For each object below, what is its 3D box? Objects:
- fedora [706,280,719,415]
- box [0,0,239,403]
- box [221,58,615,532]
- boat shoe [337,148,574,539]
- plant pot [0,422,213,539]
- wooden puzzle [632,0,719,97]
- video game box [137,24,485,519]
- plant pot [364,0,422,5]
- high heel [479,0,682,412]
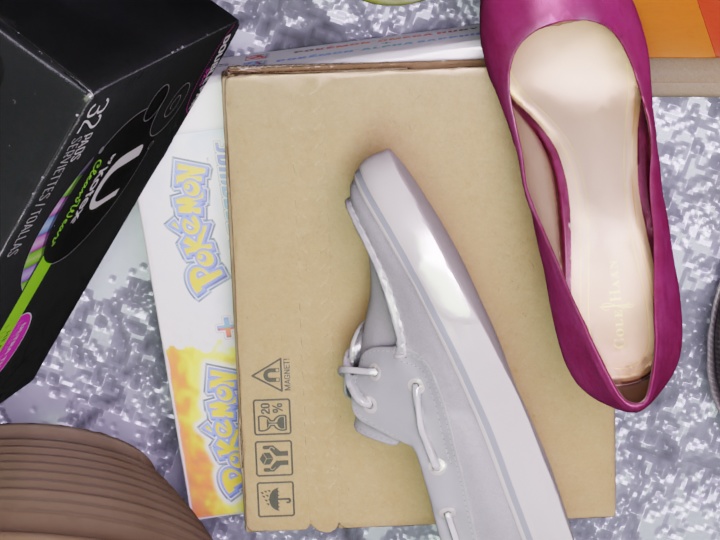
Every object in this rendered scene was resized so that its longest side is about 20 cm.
[{"bbox_3d":[0.248,0.031,1.020,0.199,0.090,0.178,-8,106,4],"label":"fedora"},{"bbox_3d":[-0.167,-0.040,0.960,0.124,0.149,0.200,35,115,7],"label":"box"},{"bbox_3d":[0.027,0.012,1.011,0.162,0.021,0.201,-2,105,0],"label":"box"},{"bbox_3d":[0.028,0.049,0.981,0.068,0.072,0.201,-22,114,4],"label":"boat shoe"},{"bbox_3d":[-0.140,0.126,1.039,0.199,0.201,0.093,1,66,2],"label":"plant pot"},{"bbox_3d":[0.128,-0.147,0.934,0.199,0.037,0.186,2,122,47],"label":"wooden puzzle"},{"bbox_3d":[0.000,0.000,1.045,0.181,0.047,0.201,-7,105,6],"label":"video game box"},{"bbox_3d":[-0.036,-0.186,0.851,0.193,0.200,0.201,31,110,36],"label":"plant pot"},{"bbox_3d":[0.092,-0.047,0.935,0.067,0.096,0.201,-16,106,2],"label":"high heel"}]
